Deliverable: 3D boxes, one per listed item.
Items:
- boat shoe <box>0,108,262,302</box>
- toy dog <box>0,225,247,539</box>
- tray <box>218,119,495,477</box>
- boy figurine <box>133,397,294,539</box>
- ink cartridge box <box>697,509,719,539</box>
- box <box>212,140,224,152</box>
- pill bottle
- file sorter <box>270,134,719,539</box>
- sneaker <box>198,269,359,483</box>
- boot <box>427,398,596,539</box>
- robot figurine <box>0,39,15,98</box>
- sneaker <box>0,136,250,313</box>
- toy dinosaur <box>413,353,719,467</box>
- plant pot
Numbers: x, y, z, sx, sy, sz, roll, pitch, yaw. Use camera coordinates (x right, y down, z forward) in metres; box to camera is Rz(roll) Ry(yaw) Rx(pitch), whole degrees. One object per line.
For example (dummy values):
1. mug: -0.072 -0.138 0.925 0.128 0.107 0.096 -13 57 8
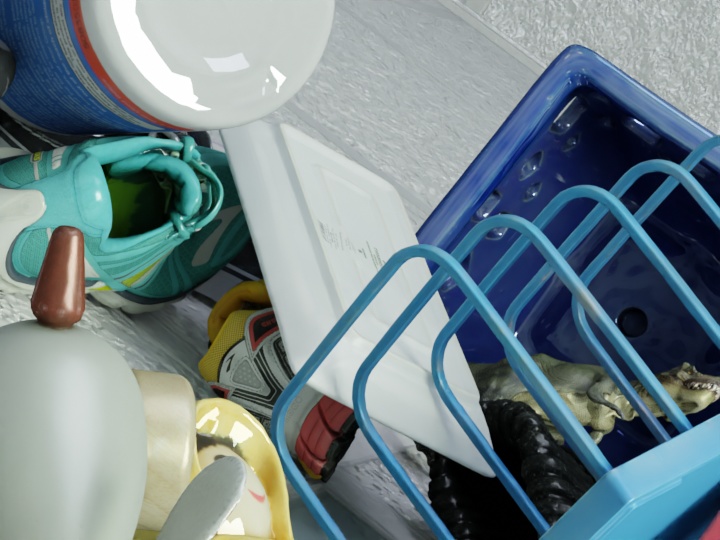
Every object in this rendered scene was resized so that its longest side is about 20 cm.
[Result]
1. boat shoe: -0.097 -0.041 1.098 0.200 0.068 0.072 29 13 -24
2. toy dog: -0.081 0.059 0.640 0.131 0.097 0.200 -5 30 -31
3. tray: 0.000 0.000 0.979 0.107 0.022 0.200 28 24 -29
4. boy figurine: -0.008 0.119 0.728 0.124 0.065 0.200 13 26 -48
5. ink cartridge box: 0.190 0.180 0.821 0.200 0.147 0.083 38 14 21
6. box: -0.104 -0.057 1.213 0.200 0.039 0.041 26 16 -36
7. pill bottle: -0.105 -0.113 0.973 0.112 0.113 0.200 28 -13 -30
8. file sorter: 0.086 0.045 0.859 0.200 0.139 0.123 -20 66 -45
9. sneaker: -0.021 0.024 1.031 0.082 0.078 0.200 33 12 -1
10. boot: 0.130 0.141 0.967 0.158 0.080 0.211 33 -1 -42
11. robot figurine: -0.223 -0.107 0.895 0.200 0.150 0.125 -100 176 -74
12. sneaker: -0.091 -0.023 0.979 0.200 0.079 0.078 -10 86 -65
13. toy dinosaur: 0.070 0.068 1.102 0.199 0.048 0.088 10 47 16
14. plant pot: 0.141 0.023 1.212 0.200 0.200 0.180 38 5 13
